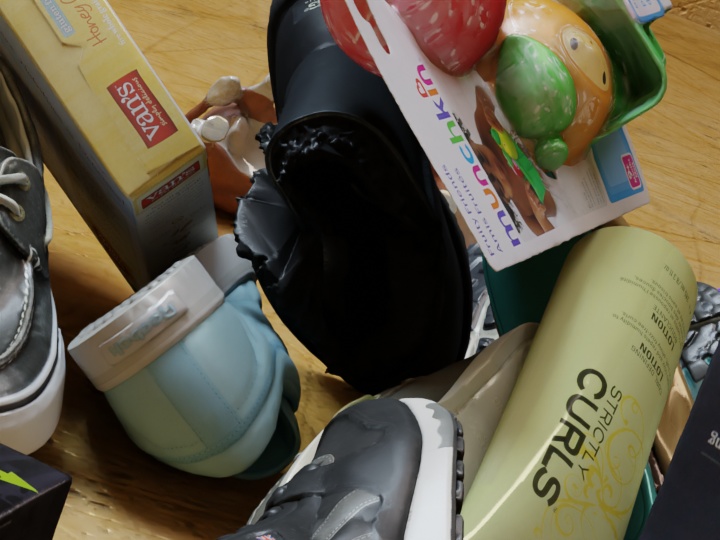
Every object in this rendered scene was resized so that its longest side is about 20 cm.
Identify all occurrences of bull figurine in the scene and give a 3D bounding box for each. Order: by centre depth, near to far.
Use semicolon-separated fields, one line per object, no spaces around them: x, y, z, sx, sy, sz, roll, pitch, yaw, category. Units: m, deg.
0.001;-0.041;1.286;0.198;0.066;0.122;14;-20;2;bull figurine

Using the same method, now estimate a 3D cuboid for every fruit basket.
0.039;-0.097;0.912;0.186;0.093;0.200;62;18;4;fruit basket

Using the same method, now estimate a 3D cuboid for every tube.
0.071;0.062;0.871;0.058;0.052;0.200;22;40;4;tube

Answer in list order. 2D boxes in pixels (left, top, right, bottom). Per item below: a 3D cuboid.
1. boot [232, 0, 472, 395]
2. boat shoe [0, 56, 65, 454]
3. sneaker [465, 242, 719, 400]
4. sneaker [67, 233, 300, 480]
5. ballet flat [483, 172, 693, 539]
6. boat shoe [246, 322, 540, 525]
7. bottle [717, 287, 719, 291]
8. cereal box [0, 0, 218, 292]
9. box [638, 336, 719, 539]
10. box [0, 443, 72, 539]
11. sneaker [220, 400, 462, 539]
0.000;0.000;0.998;0.076;0.201;0.169;-8;29;5;boot
-0.142;-0.013;0.900;0.071;0.071;0.200;-1;34;-15;boat shoe
0.091;0.049;1.134;0.199;0.078;0.087;15;-34;47;sneaker
-0.058;0.041;0.946;0.082;0.074;0.200;56;6;-2;sneaker
0.096;0.039;1.006;0.063;0.069;0.201;16;48;-37;ballet flat
0.014;0.076;0.885;0.072;0.060;0.201;61;34;0;boat shoe
0.178;0.048;1.195;0.065;0.084;0.200;27;-1;-19;bottle
-0.107;-0.066;1.002;0.144;0.039;0.200;55;-10;10;cereal box
0.195;0.091;0.809;0.196;0.201;0.117;9;17;-41;box
-0.196;0.045;0.735;0.199;0.036;0.143;22;13;10;box
-0.020;0.086;0.704;0.087;0.076;0.200;11;23;-5;sneaker
